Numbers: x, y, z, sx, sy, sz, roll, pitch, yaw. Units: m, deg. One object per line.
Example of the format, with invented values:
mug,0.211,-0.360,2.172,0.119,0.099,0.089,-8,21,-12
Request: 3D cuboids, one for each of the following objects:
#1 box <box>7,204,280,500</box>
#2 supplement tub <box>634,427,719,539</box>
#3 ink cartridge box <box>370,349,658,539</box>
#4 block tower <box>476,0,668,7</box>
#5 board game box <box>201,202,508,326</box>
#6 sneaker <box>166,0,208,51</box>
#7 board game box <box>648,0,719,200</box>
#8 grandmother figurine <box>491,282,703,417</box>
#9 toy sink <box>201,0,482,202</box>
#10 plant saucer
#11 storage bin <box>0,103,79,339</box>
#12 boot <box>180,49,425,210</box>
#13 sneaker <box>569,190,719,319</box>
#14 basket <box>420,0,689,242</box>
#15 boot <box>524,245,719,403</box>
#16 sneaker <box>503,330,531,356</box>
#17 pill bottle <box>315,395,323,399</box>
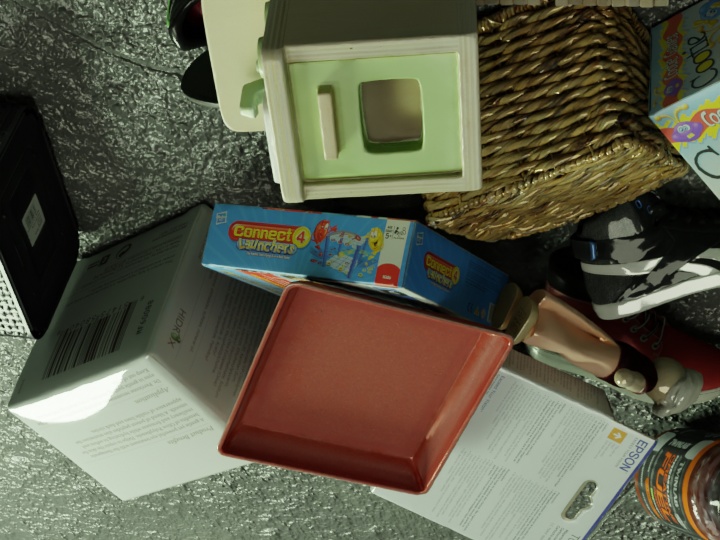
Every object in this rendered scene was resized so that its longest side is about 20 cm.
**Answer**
box,-0.190,0.083,1.258,0.198,0.201,0.171,-21,127,33
supplement tub,0.348,0.211,1.261,0.106,0.108,0.200,20,174,-8
ink cartridge box,0.136,0.168,1.181,0.199,0.043,0.197,24,124,-5
block tower,0.130,-0.226,0.931,0.198,0.058,0.054,2,138,12
board game box,0.000,0.000,1.123,0.195,0.056,0.200,7,170,29
sneaker,-0.059,-0.202,0.988,0.199,0.084,0.077,-9,135,25
board game box,0.315,-0.107,0.977,0.103,0.105,0.200,-25,127,36
grandmother figurine,0.216,0.075,1.133,0.199,0.121,0.061,23,109,-20
toy sink,-0.015,-0.131,0.922,0.198,0.112,0.131,-2,131,5
plant saucer,0.000,0.095,1.095,0.199,0.037,0.200,14,126,-16
storage bin,-0.342,-0.045,1.202,0.093,0.136,0.201,6,139,10
boot,-0.041,-0.110,1.102,0.199,0.070,0.174,10,152,24
sneaker,0.274,-0.041,1.090,0.199,0.073,0.112,-22,104,11
basket,0.149,-0.123,1.039,0.199,0.150,0.142,-22,161,34
boot,0.260,0.045,1.194,0.199,0.073,0.145,15,138,4
sneaker,0.089,0.076,1.272,0.199,0.077,0.085,30,144,-15
pill bottle,-0.005,0.109,1.231,0.112,0.114,0.200,-9,154,24
